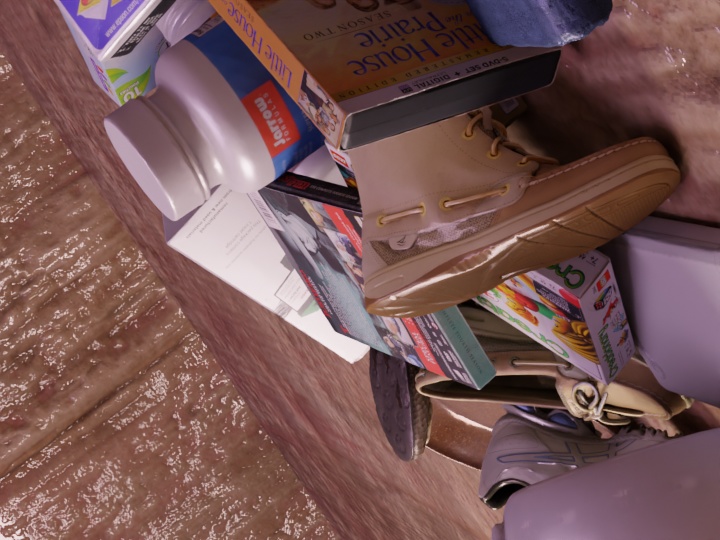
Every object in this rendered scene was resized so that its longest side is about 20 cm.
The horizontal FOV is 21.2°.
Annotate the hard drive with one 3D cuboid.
[{"bbox_3d":[0.200,0.029,1.101,0.132,0.026,0.200,57,167,-16],"label":"hard drive"}]

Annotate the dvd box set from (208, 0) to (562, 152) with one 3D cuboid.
[{"bbox_3d":[-0.004,-0.154,1.058,0.200,0.146,0.029,51,146,32],"label":"dvd box set"}]

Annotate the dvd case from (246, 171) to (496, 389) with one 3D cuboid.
[{"bbox_3d":[0.000,0.000,1.276,0.146,0.022,0.200,58,161,-23],"label":"dvd case"}]

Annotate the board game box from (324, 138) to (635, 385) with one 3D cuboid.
[{"bbox_3d":[0.075,-0.015,1.186,0.200,0.035,0.126,33,166,28],"label":"board game box"}]

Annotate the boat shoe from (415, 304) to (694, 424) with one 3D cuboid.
[{"bbox_3d":[0.128,0.074,1.283,0.200,0.063,0.073,14,157,34],"label":"boat shoe"}]

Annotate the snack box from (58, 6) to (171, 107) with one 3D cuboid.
[{"bbox_3d":[-0.169,-0.237,1.487,0.053,0.142,0.200,45,165,31],"label":"snack box"}]

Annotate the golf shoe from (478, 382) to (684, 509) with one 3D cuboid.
[{"bbox_3d":[0.171,0.151,1.302,0.199,0.097,0.078,14,155,36],"label":"golf shoe"}]

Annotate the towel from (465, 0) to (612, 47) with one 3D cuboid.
[{"bbox_3d":[0.053,-0.205,0.948,0.200,0.048,0.112,59,168,-20],"label":"towel"}]

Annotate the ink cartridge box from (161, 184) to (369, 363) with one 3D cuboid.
[{"bbox_3d":[-0.062,-0.036,1.541,0.200,0.084,0.146,34,-158,-29],"label":"ink cartridge box"}]

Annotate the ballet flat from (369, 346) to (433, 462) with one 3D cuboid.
[{"bbox_3d":[0.032,0.036,1.374,0.067,0.046,0.201,-6,92,63],"label":"ballet flat"}]

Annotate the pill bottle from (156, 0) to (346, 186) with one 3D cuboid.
[{"bbox_3d":[-0.070,-0.144,1.451,0.200,0.109,0.109,50,168,15],"label":"pill bottle"}]

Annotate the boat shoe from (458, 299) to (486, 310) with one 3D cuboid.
[{"bbox_3d":[0.091,0.005,1.354,0.070,0.070,0.200,57,179,22],"label":"boat shoe"}]

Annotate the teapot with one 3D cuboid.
[{"bbox_3d":[0.182,0.183,1.142,0.200,0.197,0.147,-25,75,40],"label":"teapot"}]

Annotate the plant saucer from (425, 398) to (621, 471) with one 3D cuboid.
[{"bbox_3d":[0.115,0.110,1.457,0.199,0.037,0.201,16,157,7],"label":"plant saucer"}]

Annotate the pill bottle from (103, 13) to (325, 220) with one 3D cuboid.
[{"bbox_3d":[-0.065,-0.121,1.272,0.112,0.200,0.112,50,168,15],"label":"pill bottle"}]

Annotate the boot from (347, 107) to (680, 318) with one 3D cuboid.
[{"bbox_3d":[0.074,-0.075,1.083,0.073,0.199,0.156,14,-122,-51],"label":"boot"}]

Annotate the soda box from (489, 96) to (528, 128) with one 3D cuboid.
[{"bbox_3d":[0.015,-0.156,1.198,0.200,0.064,0.068,54,168,2],"label":"soda box"}]

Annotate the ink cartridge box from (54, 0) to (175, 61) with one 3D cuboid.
[{"bbox_3d":[-0.171,-0.282,1.312,0.200,0.198,0.043,52,-148,6],"label":"ink cartridge box"}]
